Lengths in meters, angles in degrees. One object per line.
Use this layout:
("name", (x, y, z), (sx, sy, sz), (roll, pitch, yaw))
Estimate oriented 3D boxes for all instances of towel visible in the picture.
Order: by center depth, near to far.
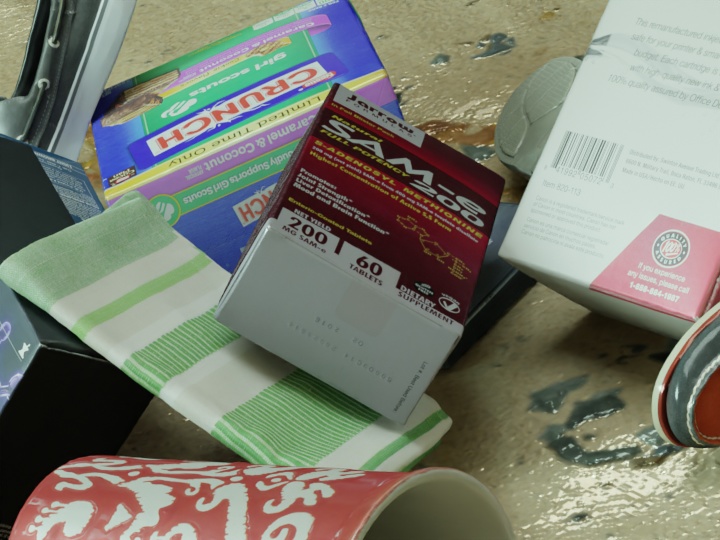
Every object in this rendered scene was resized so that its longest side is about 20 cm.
("towel", (-0.059, 0.038, 1.412), (0.200, 0.023, 0.153), (36, 22, 8))

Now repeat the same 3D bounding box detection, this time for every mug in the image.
("mug", (-0.060, 0.151, 1.259), (0.199, 0.134, 0.177), (5, 31, 39))

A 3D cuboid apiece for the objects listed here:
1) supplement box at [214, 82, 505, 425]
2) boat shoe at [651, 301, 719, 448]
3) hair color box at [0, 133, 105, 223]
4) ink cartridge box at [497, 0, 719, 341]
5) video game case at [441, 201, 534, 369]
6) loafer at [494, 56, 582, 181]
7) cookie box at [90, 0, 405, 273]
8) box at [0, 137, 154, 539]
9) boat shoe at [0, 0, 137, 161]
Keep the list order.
("supplement box", (0.004, -0.012, 1.481), (0.109, 0.061, 0.200), (29, 24, -4))
("boat shoe", (0.228, 0.035, 1.395), (0.199, 0.071, 0.063), (-22, 31, -22))
("hair color box", (-0.175, 0.012, 1.588), (0.060, 0.100, 0.200), (21, 16, -25))
("ink cartridge box", (0.177, -0.068, 1.476), (0.146, 0.083, 0.201), (19, 83, 48))
("video game case", (0.000, 0.000, 1.624), (0.199, 0.019, 0.143), (7, 35, 34))
("loafer", (0.123, -0.063, 1.645), (0.072, 0.063, 0.200), (-44, 16, 7))
("cookie box", (-0.062, -0.073, 1.687), (0.171, 0.075, 0.200), (-23, 21, 0))
("box", (-0.191, 0.039, 1.455), (0.079, 0.141, 0.200), (20, 23, -39))
("boat shoe", (-0.192, -0.089, 1.718), (0.066, 0.201, 0.070), (23, -3, -15))
